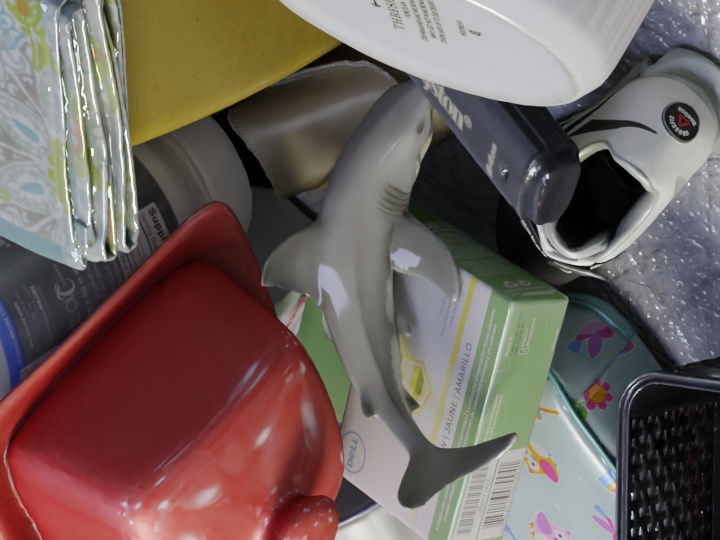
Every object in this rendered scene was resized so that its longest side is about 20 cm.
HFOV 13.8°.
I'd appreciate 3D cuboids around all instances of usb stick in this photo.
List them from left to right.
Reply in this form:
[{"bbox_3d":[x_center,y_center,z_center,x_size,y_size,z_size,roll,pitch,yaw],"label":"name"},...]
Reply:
[{"bbox_3d":[0.042,-0.104,1.455,0.200,0.033,0.056,53,146,30],"label":"usb stick"}]

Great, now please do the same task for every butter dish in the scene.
[{"bbox_3d":[-0.074,0.105,1.514,0.148,0.199,0.200,31,154,32],"label":"butter dish"}]

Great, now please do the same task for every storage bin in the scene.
[{"bbox_3d":[0.207,0.148,1.484,0.135,0.094,0.201,6,99,40],"label":"storage bin"}]

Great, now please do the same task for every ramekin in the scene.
[{"bbox_3d":[0.043,-0.149,1.342,0.202,0.095,0.202,20,170,4],"label":"ramekin"}]

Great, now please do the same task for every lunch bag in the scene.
[{"bbox_3d":[0.113,0.106,1.625,0.200,0.077,0.160,53,145,-13],"label":"lunch bag"}]

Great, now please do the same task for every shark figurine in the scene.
[{"bbox_3d":[-0.006,0.021,1.501,0.128,0.089,0.215,-19,76,49],"label":"shark figurine"}]

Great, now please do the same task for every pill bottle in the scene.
[{"bbox_3d":[-0.157,-0.009,1.554,0.114,0.200,0.114,29,136,31],"label":"pill bottle"}]

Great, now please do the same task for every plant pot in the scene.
[{"bbox_3d":[-0.146,-0.160,1.523,0.200,0.176,0.200,2,128,44],"label":"plant pot"}]

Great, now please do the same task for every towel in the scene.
[{"bbox_3d":[-0.194,-0.102,1.439,0.200,0.048,0.172,24,137,26],"label":"towel"}]

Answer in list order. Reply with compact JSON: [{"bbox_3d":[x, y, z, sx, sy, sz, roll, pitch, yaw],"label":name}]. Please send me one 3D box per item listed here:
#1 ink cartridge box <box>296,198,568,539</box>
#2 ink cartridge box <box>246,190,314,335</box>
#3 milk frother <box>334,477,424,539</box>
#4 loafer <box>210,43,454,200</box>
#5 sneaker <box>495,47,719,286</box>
[{"bbox_3d":[0.017,0.039,1.578,0.200,0.048,0.146,34,118,43],"label":"ink cartridge box"},{"bbox_3d":[-0.118,0.051,1.691,0.083,0.200,0.145,42,145,7],"label":"ink cartridge box"},{"bbox_3d":[-0.004,0.216,1.750,0.180,0.200,0.188,-5,122,52],"label":"milk frother"},{"bbox_3d":[-0.025,-0.073,1.586,0.200,0.067,0.076,-12,118,50],"label":"loafer"},{"bbox_3d":[0.106,-0.034,1.481,0.074,0.089,0.200,41,146,1],"label":"sneaker"}]
